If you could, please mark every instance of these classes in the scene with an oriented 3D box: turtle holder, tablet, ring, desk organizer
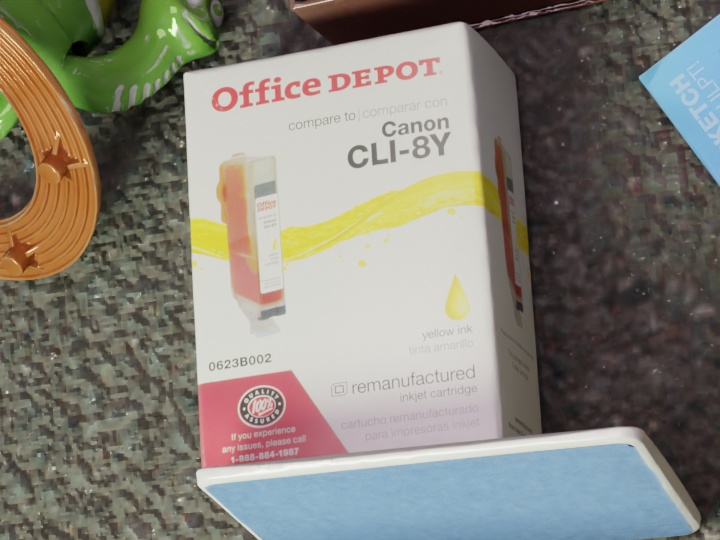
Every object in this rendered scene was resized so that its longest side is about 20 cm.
[{"bbox_3d":[-0.170,-0.152,1.343,0.185,0.141,0.132,16,65,31],"label":"turtle holder"},{"bbox_3d":[0.041,0.100,1.220,0.199,0.130,0.014,-7,65,17],"label":"tablet"},{"bbox_3d":[-0.211,-0.070,1.321,0.199,0.201,0.019,19,50,22],"label":"ring"},{"bbox_3d":[0.066,-0.162,1.293,0.199,0.077,0.072,-11,75,17],"label":"desk organizer"}]

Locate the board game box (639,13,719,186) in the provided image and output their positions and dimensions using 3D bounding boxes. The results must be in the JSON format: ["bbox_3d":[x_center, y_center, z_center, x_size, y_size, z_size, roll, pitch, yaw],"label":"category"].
[{"bbox_3d":[0.242,-0.052,1.229,0.153,0.040,0.200,-38,69,8],"label":"board game box"}]

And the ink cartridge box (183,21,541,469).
[{"bbox_3d":[0.000,0.000,1.275,0.144,0.083,0.201,-9,73,16],"label":"ink cartridge box"}]
